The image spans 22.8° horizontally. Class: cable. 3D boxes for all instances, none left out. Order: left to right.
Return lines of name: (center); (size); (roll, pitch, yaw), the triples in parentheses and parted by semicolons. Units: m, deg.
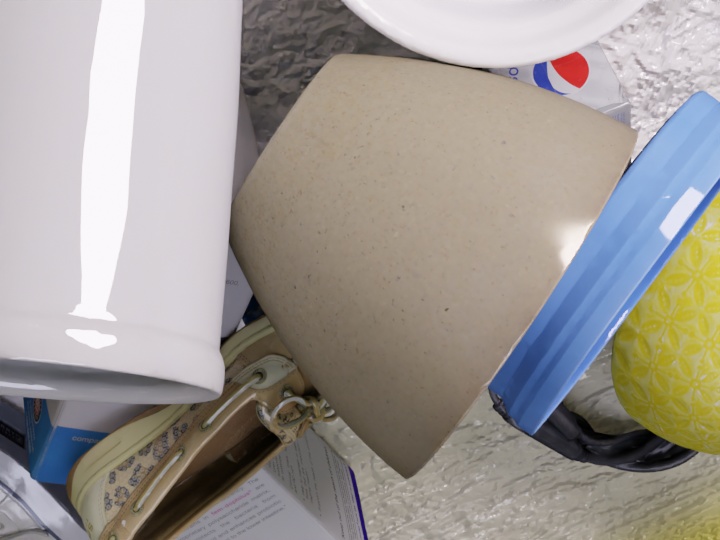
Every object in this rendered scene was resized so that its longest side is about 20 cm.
cable: (0.187, 0.066, 1.197); (0.200, 0.051, 0.163); (31, 110, -37)

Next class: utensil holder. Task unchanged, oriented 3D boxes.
utensil holder: (-0.139, -0.049, 0.807); (0.169, 0.201, 0.170); (3, 170, 1)

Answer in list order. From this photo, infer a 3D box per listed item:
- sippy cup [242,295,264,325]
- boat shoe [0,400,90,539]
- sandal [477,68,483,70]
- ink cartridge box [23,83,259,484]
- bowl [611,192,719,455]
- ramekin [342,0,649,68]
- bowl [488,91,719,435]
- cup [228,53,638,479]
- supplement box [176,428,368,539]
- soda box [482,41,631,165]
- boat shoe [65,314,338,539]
sippy cup: (0.000, 0.000, 1.038); (0.130, 0.140, 0.178); (-29, 125, 20)
boat shoe: (-0.240, 0.140, 1.138); (0.086, 0.075, 0.202); (-36, 126, 17)
sandal: (0.092, -0.143, 0.993); (0.080, 0.054, 0.200); (-14, 146, -7)
ink cartridge box: (-0.125, 0.003, 1.000); (0.084, 0.145, 0.201); (10, 127, -23)
bowl: (0.266, 0.045, 1.108); (0.199, 0.108, 0.201); (-21, 132, -25)
ramekin: (0.065, -0.204, 0.854); (0.199, 0.098, 0.202); (1, 104, 5)
bowl: (0.133, -0.006, 0.917); (0.039, 0.201, 0.201); (37, 122, 9)
cup: (0.019, -0.023, 0.861); (0.143, 0.200, 0.201); (34, 120, 1)
supplement box: (-0.088, 0.136, 1.151); (0.101, 0.104, 0.200); (-29, 131, 14)
soda box: (0.115, -0.052, 1.023); (0.063, 0.069, 0.200); (-21, 148, -4)
boat shoe: (-0.064, 0.087, 0.955); (0.200, 0.063, 0.073); (-38, 141, 7)
